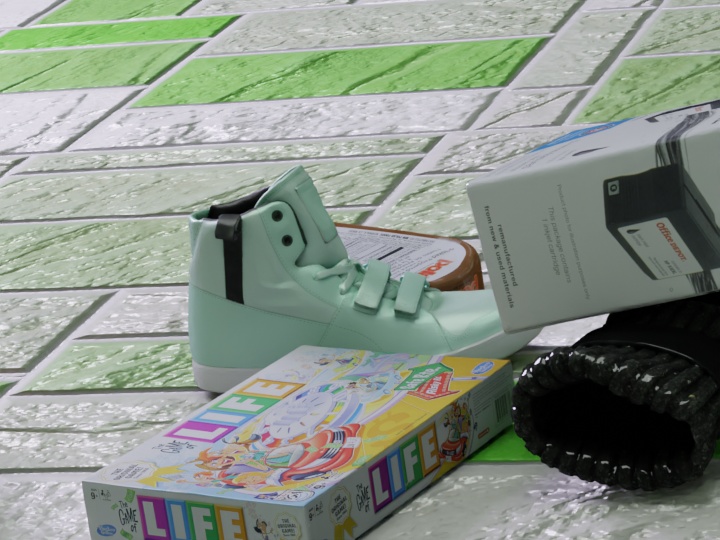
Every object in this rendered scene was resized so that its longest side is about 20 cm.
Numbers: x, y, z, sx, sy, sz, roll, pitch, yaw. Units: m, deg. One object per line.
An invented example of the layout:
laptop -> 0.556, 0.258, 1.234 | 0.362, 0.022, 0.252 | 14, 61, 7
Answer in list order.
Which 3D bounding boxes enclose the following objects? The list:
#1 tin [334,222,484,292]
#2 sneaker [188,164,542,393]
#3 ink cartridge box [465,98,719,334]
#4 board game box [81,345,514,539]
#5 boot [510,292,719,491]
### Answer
tin -> -0.015, 0.007, 1.762 | 0.200, 0.042, 0.112 | 8, 27, 41
sneaker -> 0.000, 0.000, 1.635 | 0.200, 0.119, 0.074 | -5, 15, 4
ink cartridge box -> 0.177, -0.039, 1.494 | 0.199, 0.084, 0.145 | -12, 7, 29
board game box -> -0.027, 0.090, 1.496 | 0.134, 0.034, 0.200 | 3, 20, 33
boot -> 0.192, 0.048, 1.452 | 0.210, 0.080, 0.158 | -12, 7, 25
